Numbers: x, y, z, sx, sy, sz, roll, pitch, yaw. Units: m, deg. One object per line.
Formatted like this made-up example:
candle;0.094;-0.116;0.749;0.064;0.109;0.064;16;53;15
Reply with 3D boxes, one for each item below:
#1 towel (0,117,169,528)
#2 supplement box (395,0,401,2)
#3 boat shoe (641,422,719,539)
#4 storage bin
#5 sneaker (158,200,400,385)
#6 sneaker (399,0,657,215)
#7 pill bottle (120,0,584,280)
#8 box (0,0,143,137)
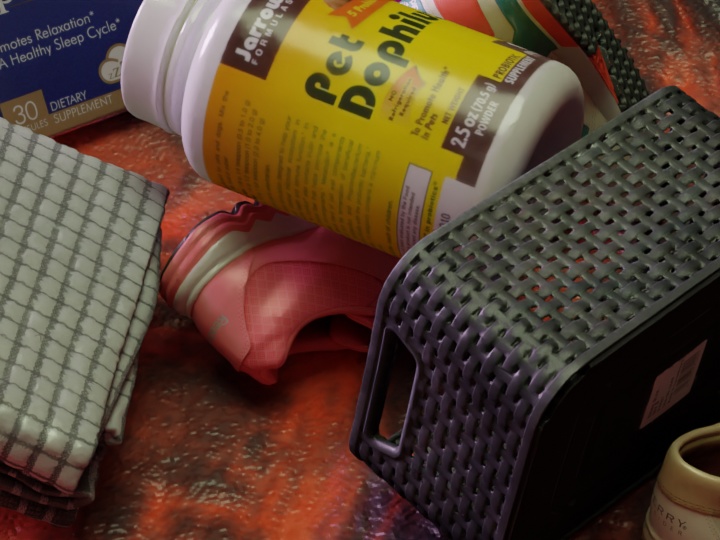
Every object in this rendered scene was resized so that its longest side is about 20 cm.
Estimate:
towel;-0.182;0.016;1.120;0.165;0.086;0.200;24;39;-14
supplement box;0.038;-0.152;1.276;0.101;0.201;0.103;17;40;23
boat shoe;0.219;0.083;1.068;0.199;0.069;0.074;-15;39;-17
storage bin;0.102;0.026;1.078;0.200;0.135;0.094;-31;58;-34
sneaker;0.000;0.000;1.203;0.200;0.074;0.087;-24;66;-32
sneaker;0.084;-0.086;1.223;0.093;0.200;0.071;-22;48;18
pill bottle;-0.006;-0.074;1.130;0.199;0.110;0.109;22;42;17
box;-0.178;-0.174;1.325;0.121;0.201;0.032;-23;11;-25
